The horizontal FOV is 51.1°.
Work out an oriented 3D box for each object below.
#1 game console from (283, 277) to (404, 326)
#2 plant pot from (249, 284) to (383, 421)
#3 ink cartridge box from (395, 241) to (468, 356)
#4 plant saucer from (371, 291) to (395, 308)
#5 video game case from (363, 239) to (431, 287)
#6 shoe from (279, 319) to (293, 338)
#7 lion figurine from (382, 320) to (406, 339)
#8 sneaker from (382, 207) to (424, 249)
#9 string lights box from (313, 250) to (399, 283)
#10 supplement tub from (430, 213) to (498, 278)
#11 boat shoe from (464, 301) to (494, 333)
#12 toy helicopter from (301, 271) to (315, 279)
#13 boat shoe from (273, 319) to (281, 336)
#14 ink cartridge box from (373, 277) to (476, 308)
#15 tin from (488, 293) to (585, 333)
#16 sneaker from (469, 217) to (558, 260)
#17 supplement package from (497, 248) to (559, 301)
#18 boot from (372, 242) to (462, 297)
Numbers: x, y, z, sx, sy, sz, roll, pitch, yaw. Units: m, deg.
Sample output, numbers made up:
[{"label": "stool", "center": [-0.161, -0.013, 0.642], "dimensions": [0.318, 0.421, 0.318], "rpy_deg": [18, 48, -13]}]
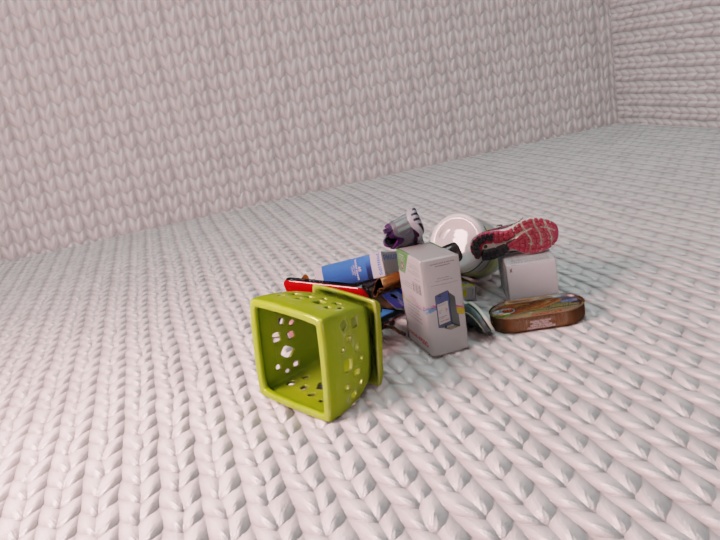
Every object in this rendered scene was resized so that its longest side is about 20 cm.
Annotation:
[{"label": "game console", "center": [-0.032, 0.055, 1.569], "dimensions": [0.199, 0.173, 0.119], "rpy_deg": [5, 44, 29]}, {"label": "plant pot", "center": [-0.069, 0.136, 1.395], "dimensions": [0.199, 0.201, 0.181], "rpy_deg": [13, 24, 43]}, {"label": "ink cartridge box", "center": [0.145, 0.056, 1.538], "dimensions": [0.087, 0.202, 0.145], "rpy_deg": [-11, 14, -15]}, {"label": "plant saucer", "center": [-0.012, 0.075, 1.788], "dimensions": [0.198, 0.030, 0.200], "rpy_deg": [9, 11, -2]}, {"label": "video game case", "center": [0.084, -0.008, 1.937], "dimensions": [0.200, 0.024, 0.182], "rpy_deg": [-35, -4, 30]}, {"label": "shoe", "center": [-0.120, 0.103, 1.795], "dimensions": [0.090, 0.072, 0.200], "rpy_deg": [-4, 22, 15]}, {"label": "lion figurine", "center": [-0.010, 0.135, 1.630], "dimensions": [0.198, 0.073, 0.122], "rpy_deg": [1, 0, -11]}, {"label": "sneaker", "center": [0.088, -0.069, 1.614], "dimensions": [0.087, 0.075, 0.200], "rpy_deg": [-22, -23, -2]}, {"label": "string lights box", "center": [0.000, 0.000, 1.747], "dimensions": [0.199, 0.059, 0.102], "rpy_deg": [-13, -4, 36]}, {"label": "supplement tub", "center": [0.272, -0.056, 1.860], "dimensions": [0.144, 0.146, 0.200], "rpy_deg": [-2, -7, 28]}, {"label": "boat shoe", "center": [0.218, 0.102, 1.603], "dimensions": [0.062, 0.073, 0.200], "rpy_deg": [-38, 22, -8]}, {"label": "toy helicopter", "center": [-0.119, 0.037, 2.053], "dimensions": [0.131, 0.079, 0.200], "rpy_deg": [-16, 3, 12]}, {"label": "boat shoe", "center": [-0.196, 0.099, 1.852], "dimensions": [0.074, 0.067, 0.199], "rpy_deg": [-9, 15, 10]}, {"label": "ink cartridge box", "center": [0.152, 0.039, 1.837], "dimensions": [0.198, 0.047, 0.198], "rpy_deg": [-3, 14, -15]}, {"label": "tin", "center": [0.370, 0.089, 1.577], "dimensions": [0.198, 0.042, 0.112], "rpy_deg": [-9, 12, 7]}, {"label": "sneaker", "center": [0.343, -0.078, 1.691], "dimensions": [0.198, 0.081, 0.075], "rpy_deg": [-8, 14, 9]}, {"label": "supplement package", "center": [0.381, 0.006, 1.725], "dimensions": [0.113, 0.110, 0.200], "rpy_deg": [-8, 16, 7]}, {"label": "boot", "center": [0.122, 0.022, 1.688], "dimensions": [0.199, 0.069, 0.188], "rpy_deg": [-26, -7, -11]}]
